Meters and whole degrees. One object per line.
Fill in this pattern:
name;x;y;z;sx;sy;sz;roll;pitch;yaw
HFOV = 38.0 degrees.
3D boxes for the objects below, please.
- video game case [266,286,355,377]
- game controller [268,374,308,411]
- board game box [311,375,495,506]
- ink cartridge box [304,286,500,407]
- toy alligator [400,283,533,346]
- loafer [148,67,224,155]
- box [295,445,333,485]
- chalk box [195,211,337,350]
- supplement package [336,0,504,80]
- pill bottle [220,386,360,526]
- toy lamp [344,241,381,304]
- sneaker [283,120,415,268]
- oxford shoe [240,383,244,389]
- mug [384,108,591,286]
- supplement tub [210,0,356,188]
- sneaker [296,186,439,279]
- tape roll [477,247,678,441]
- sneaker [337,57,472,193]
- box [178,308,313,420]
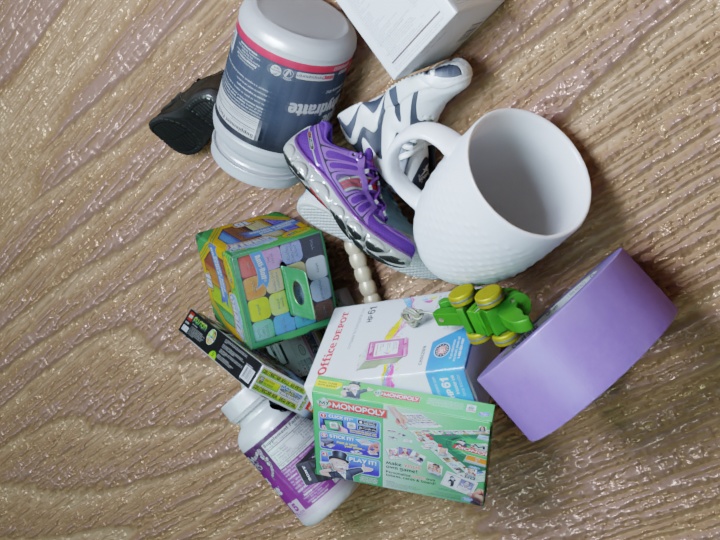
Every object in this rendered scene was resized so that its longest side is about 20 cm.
video game case;-0.039;0.140;1.425;0.181;0.022;0.202;-24;93;43
game controller;-0.018;0.158;1.328;0.198;0.104;0.043;-2;91;34
board game box;0.046;0.190;1.162;0.198;0.029;0.136;9;127;11
ink cartridge box;0.050;0.106;1.209;0.198;0.145;0.085;-10;123;24
toy alligator;0.121;0.040;1.118;0.199;0.054;0.060;1;124;54
loafer;-0.212;-0.211;1.384;0.073;0.072;0.199;41;151;-24
box;0.032;0.199;1.289;0.198;0.143;0.036;-19;100;32
chalk box;-0.111;0.014;1.305;0.200;0.123;0.126;26;130;63
supplement package;0.038;-0.322;1.090;0.201;0.109;0.114;55;133;5
pill bottle;-0.095;0.236;1.417;0.200;0.112;0.112;49;132;2
toy lamp;0.000;0.000;1.306;0.058;0.058;0.202;-14;99;42
sneaker;-0.003;-0.089;1.154;0.200;0.083;0.081;50;177;15
oxford shoe;-0.144;0.156;1.499;0.057;0.075;0.202;-12;95;0
mug;0.114;-0.078;1.103;0.199;0.148;0.175;37;146;-5
supplement tub;-0.095;-0.213;1.228;0.140;0.140;0.201;38;129;20
sneaker;0.028;-0.063;1.238;0.199;0.083;0.074;29;158;-8
tape roll;0.218;0.075;1.061;0.085;0.200;0.200;48;132;6
sneaker;0.067;-0.149;1.168;0.198;0.079;0.131;-19;98;43
box;-0.139;0.115;1.306;0.199;0.110;0.035;29;87;51
